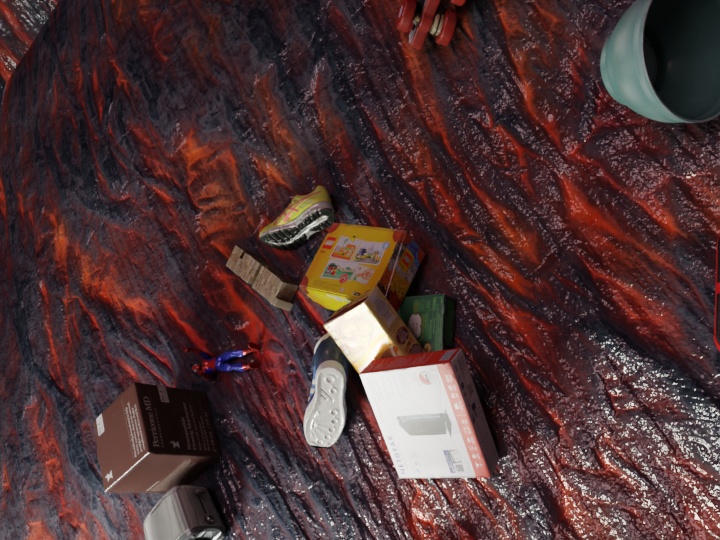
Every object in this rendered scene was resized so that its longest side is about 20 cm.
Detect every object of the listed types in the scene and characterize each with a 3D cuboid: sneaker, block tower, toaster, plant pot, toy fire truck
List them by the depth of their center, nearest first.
[{"bbox_3d":[0.438,-0.312,1.047,0.134,0.196,0.206,9,81,67],"label":"plant pot"},{"bbox_3d":[-0.060,0.218,1.371,0.148,0.078,0.205,-88,6,-61],"label":"sneaker"},{"bbox_3d":[0.140,-0.547,1.392,0.171,0.109,0.203,-86,13,-45],"label":"toy fire truck"},{"bbox_3d":[-0.376,0.546,1.497,0.201,0.112,0.130,-50,48,19],"label":"toaster"},{"bbox_3d":[-0.135,-0.114,1.528,0.196,0.078,0.093,-23,54,26],"label":"sneaker"},{"bbox_3d":[-0.213,0.013,1.559,0.199,0.053,0.059,36,100,40],"label":"block tower"}]

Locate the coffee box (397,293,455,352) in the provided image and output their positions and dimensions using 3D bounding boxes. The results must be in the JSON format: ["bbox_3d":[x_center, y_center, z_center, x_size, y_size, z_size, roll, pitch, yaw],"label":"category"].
[{"bbox_3d":[0.077,0.112,1.295,0.196,0.044,0.127,-8,71,37],"label":"coffee box"}]

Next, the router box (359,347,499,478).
[{"bbox_3d":[0.111,0.236,1.156,0.176,0.049,0.205,-13,105,36],"label":"router box"}]

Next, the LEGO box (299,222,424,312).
[{"bbox_3d":[0.000,0.000,1.336,0.197,0.077,0.151,10,64,45],"label":"LEGO box"}]

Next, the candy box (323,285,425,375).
[{"bbox_3d":[0.040,0.140,1.223,0.114,0.055,0.202,-30,99,42],"label":"candy box"}]

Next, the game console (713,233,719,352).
[{"bbox_3d":[0.566,0.031,0.929,0.196,0.031,0.182,-2,71,39],"label":"game console"}]

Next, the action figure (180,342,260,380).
[{"bbox_3d":[-0.320,0.197,1.567,0.196,0.098,0.067,-18,64,37],"label":"action figure"}]

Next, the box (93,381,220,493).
[{"bbox_3d":[-0.437,0.365,1.543,0.163,0.198,0.169,-39,56,22],"label":"box"}]
